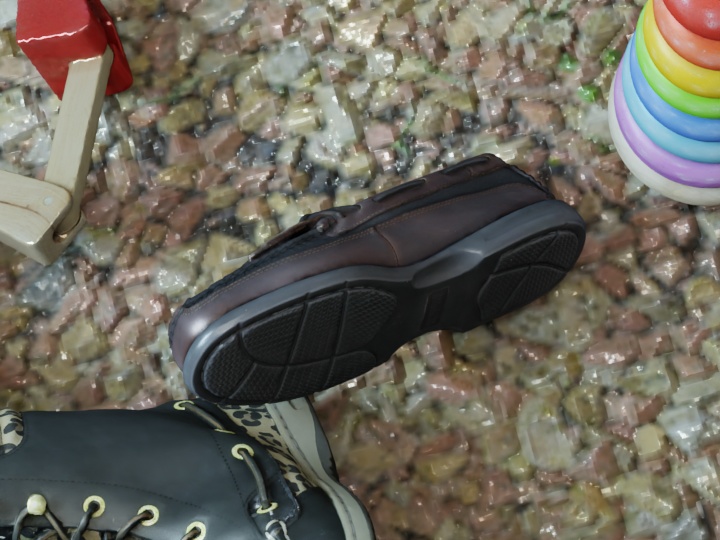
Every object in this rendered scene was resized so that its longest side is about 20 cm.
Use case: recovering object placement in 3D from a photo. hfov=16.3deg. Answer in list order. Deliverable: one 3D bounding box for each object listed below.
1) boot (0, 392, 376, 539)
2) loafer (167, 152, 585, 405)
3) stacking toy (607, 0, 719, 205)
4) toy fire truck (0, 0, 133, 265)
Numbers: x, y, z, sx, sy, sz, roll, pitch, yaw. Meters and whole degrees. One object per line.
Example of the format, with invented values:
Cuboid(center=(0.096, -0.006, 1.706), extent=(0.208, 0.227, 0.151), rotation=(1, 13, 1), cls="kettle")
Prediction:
Cuboid(center=(-0.079, 0.110, 0.963), extent=(0.154, 0.204, 0.074), rotation=(-2, 118, -14), cls="boot")
Cuboid(center=(0.000, 0.000, 1.027), extent=(0.200, 0.072, 0.063), rotation=(-17, 54, -33), cls="loafer")
Cuboid(center=(0.144, -0.091, 0.996), extent=(0.085, 0.200, 0.085), rotation=(-1, 76, 3), cls="stacking toy")
Cuboid(center=(-0.166, -0.027, 1.057), extent=(0.141, 0.049, 0.200), rotation=(-14, 57, 11), cls="toy fire truck")
